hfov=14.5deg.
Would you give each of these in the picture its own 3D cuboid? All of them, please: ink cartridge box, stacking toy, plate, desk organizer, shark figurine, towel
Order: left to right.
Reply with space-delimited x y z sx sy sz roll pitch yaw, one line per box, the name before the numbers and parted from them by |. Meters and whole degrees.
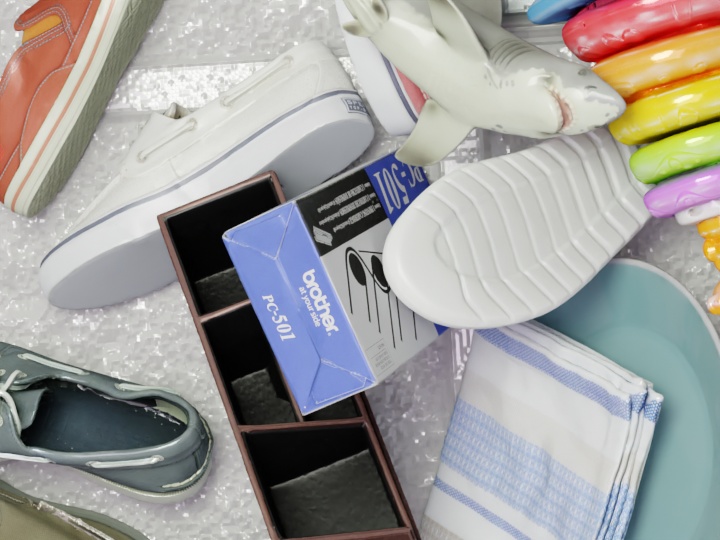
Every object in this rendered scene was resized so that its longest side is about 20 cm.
desk organizer | -0.037 0.057 1.419 0.071 0.077 0.201 -21 62 -2
ink cartridge box | 0.000 0.000 1.394 0.044 0.200 0.094 -23 93 19
shark figurine | 0.033 -0.142 1.383 0.215 0.090 0.128 48 140 -4
towel | 0.079 0.127 1.441 0.024 0.147 0.201 7 104 -36
plate | 0.127 0.095 1.421 0.200 0.025 0.202 -14 72 51
stacking toy | 0.168 -0.064 1.386 0.115 0.110 0.201 -16 87 -21

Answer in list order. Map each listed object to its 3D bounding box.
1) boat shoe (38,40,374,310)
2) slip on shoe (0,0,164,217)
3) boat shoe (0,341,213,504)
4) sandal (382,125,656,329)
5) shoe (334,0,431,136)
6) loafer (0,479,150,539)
boat shoe | -0.089 -0.052 1.479 0.199 0.071 0.070 -33 63 16
slip on shoe | -0.149 -0.125 1.474 0.061 0.074 0.201 32 106 7
boat shoe | -0.174 0.068 1.491 0.199 0.062 0.073 16 65 3
sandal | 0.091 -0.024 1.411 0.202 0.050 0.083 -28 83 -31
shoe | 0.031 -0.174 1.435 0.090 0.071 0.201 -13 91 14
loafer | -0.186 0.154 1.512 0.199 0.070 0.076 24 100 6
